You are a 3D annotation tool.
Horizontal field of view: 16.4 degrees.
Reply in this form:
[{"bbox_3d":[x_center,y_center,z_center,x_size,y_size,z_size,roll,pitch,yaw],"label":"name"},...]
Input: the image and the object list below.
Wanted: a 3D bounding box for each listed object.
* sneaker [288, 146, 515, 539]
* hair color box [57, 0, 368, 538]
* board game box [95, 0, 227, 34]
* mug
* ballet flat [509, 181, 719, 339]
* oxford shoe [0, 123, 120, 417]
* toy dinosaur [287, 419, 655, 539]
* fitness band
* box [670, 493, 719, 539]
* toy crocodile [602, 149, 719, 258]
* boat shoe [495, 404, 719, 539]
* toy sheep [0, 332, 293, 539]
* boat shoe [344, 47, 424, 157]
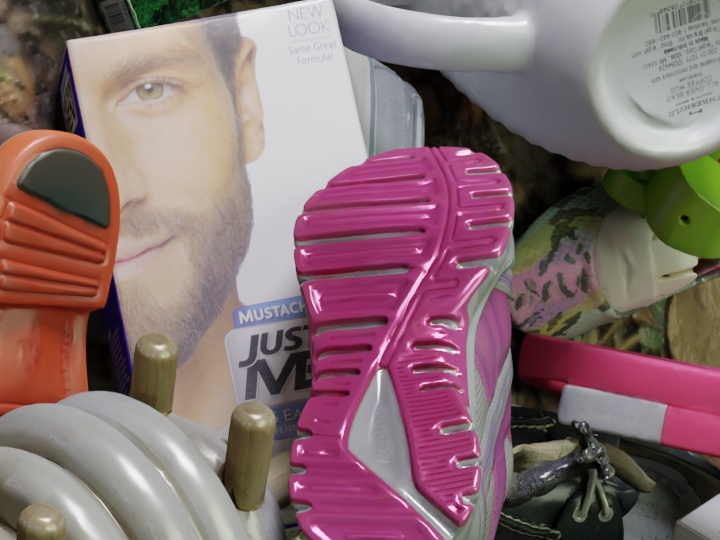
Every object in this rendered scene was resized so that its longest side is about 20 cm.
[{"bbox_3d":[0.016,0.042,0.897,0.088,0.081,0.201,79,16,-49],"label":"sneaker"},{"bbox_3d":[-0.046,0.004,0.968,0.109,0.065,0.201,-11,79,-11],"label":"hair color box"},{"bbox_3d":[-0.054,-0.175,1.082,0.200,0.023,0.105,-31,107,-46],"label":"board game box"},{"bbox_3d":[0.080,-0.118,1.072,0.199,0.175,0.148,-6,116,-18],"label":"mug"},{"bbox_3d":[0.148,-0.013,1.225,0.200,0.071,0.069,-18,106,-47],"label":"ballet flat"},{"bbox_3d":[-0.141,0.045,0.909,0.071,0.072,0.201,15,90,-41],"label":"oxford shoe"},{"bbox_3d":[0.057,0.083,1.060,0.199,0.088,0.048,-4,70,-26],"label":"toy dinosaur"},{"bbox_3d":[0.166,0.061,1.126,0.143,0.199,0.038,5,96,-62],"label":"fitness band"},{"bbox_3d":[0.201,0.157,1.210,0.200,0.041,0.156,-22,133,-47],"label":"box"},{"bbox_3d":[0.156,-0.073,1.207,0.062,0.068,0.200,22,25,-8],"label":"toy crocodile"},{"bbox_3d":[0.108,0.100,1.165,0.200,0.060,0.076,12,73,-45],"label":"boat shoe"},{"bbox_3d":[-0.086,0.101,0.837,0.200,0.138,0.138,-20,96,-38],"label":"toy sheep"},{"bbox_3d":[-0.001,0.000,1.062,0.071,0.070,0.202,20,64,-35],"label":"boat shoe"}]
